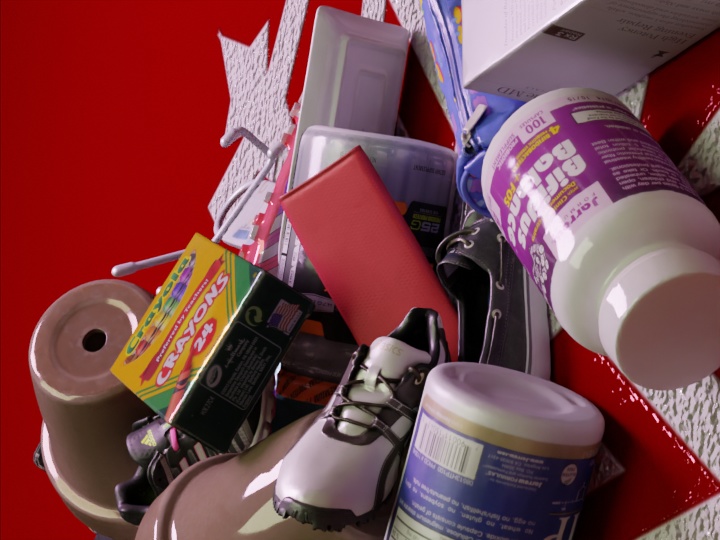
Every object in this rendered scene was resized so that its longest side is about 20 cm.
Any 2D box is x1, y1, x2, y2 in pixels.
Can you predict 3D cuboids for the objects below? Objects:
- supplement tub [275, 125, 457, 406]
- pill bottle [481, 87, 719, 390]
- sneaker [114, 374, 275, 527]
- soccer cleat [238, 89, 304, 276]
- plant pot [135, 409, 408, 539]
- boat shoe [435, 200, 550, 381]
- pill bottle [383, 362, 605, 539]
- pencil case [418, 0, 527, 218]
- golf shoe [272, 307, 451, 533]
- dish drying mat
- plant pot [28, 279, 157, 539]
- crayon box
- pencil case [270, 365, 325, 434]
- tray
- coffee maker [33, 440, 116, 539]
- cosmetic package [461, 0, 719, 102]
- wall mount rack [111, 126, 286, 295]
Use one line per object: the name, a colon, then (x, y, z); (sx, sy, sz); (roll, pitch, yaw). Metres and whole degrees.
supplement tub: (0.000, 0.000, 1.687); (0.122, 0.122, 0.201); (11, 93, 65)
pill bottle: (0.154, -0.018, 1.378); (0.113, 0.112, 0.200); (-68, 28, 25)
sneaker: (-0.130, 0.127, 1.745); (0.201, 0.087, 0.074); (-63, 32, 29)
soccer cleat: (-0.042, -0.047, 1.791); (0.067, 0.076, 0.201); (130, 159, -70)
plant pot: (-0.036, 0.188, 1.611); (0.175, 0.199, 0.201); (-49, 39, 39)
boat shoe: (0.084, 0.005, 1.572); (0.070, 0.066, 0.201); (-39, 48, 55)
pill bottle: (0.076, 0.171, 1.471); (0.120, 0.119, 0.201); (39, 117, 62)
pencil case: (0.089, -0.130, 1.578); (0.078, 0.087, 0.201); (-34, 47, 30)
golf shoe: (0.001, 0.093, 1.495); (0.200, 0.077, 0.095); (-49, -30, -53)
dish drying mat: (0.021, 0.017, 1.607); (0.077, 0.018, 0.201); (-32, 85, 24)
plant pot: (-0.188, 0.096, 1.860); (0.175, 0.199, 0.201); (61, -164, -54)
crayon box: (-0.116, 0.047, 1.669); (0.127, 0.051, 0.200); (-59, 23, -3)
pencil case: (-0.052, 0.074, 1.809); (0.085, 0.092, 0.201); (-49, 41, 47)
tray: (-0.007, -0.096, 1.767); (0.022, 0.107, 0.201); (10, 91, 41)
coffee maker: (-0.193, 0.174, 2.003); (0.200, 0.134, 0.193); (-124, 34, -46)
cosmetic package: (0.153, -0.170, 1.445); (0.200, 0.101, 0.074); (144, 131, -58)
wall mount rack: (-0.117, -0.038, 1.953); (0.174, 0.074, 0.200); (-54, 24, -8)
